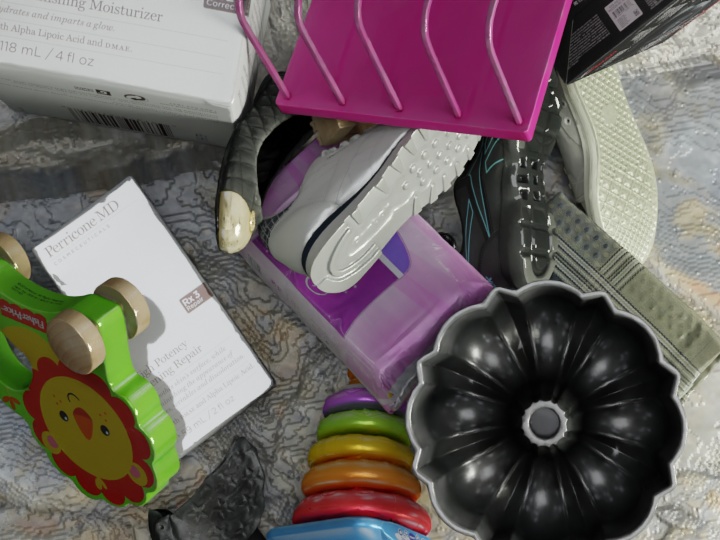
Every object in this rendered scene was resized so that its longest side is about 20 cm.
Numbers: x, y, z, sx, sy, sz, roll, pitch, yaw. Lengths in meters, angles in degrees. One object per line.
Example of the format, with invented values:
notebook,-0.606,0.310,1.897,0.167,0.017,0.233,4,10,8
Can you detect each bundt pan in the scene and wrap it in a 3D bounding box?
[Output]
bundt pan,0.134,0.109,1.143,0.199,0.076,0.204,0,88,8

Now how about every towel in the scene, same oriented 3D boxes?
towel,0.157,0.068,1.228,0.193,0.035,0.200,-46,61,5

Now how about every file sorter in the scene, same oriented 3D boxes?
file sorter,0.031,-0.193,1.108,0.198,0.126,0.140,9,67,24

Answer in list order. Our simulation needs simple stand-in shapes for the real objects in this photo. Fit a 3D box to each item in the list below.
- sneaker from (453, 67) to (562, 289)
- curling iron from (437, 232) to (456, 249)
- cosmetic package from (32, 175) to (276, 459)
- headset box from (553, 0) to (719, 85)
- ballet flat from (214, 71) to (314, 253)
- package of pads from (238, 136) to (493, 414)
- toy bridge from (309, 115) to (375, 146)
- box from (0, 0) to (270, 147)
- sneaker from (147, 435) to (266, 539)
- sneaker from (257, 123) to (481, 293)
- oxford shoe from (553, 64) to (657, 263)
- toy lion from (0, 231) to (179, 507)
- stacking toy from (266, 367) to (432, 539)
sneaker,0.107,-0.084,1.229,0.079,0.075,0.202,0,83,38
curling iron,0.045,-0.075,1.287,0.049,0.026,0.202,-9,80,-24
cosmetic package,-0.161,0.037,1.243,0.101,0.074,0.201,-36,88,-5
headset box,0.234,-0.231,1.211,0.149,0.199,0.078,-37,85,40
ballet flat,-0.067,-0.085,1.176,0.056,0.067,0.201,13,44,6
package of pads,0.000,0.000,1.219,0.120,0.076,0.200,-41,65,-10
toy bridge,0.044,-0.128,1.247,0.199,0.067,0.027,-18,76,-34
box,-0.176,-0.184,1.199,0.197,0.200,0.132,9,85,-1
sneaker,-0.140,0.229,1.235,0.199,0.060,0.105,-38,88,-10
sneaker,0.010,-0.076,1.176,0.200,0.077,0.080,-43,48,-16
oxford shoe,0.190,-0.096,1.280,0.075,0.058,0.202,-24,100,-35
toy lion,-0.224,0.087,1.206,0.199,0.193,0.069,20,40,30
stacking toy,0.003,0.131,1.235,0.109,0.116,0.202,-14,61,33
